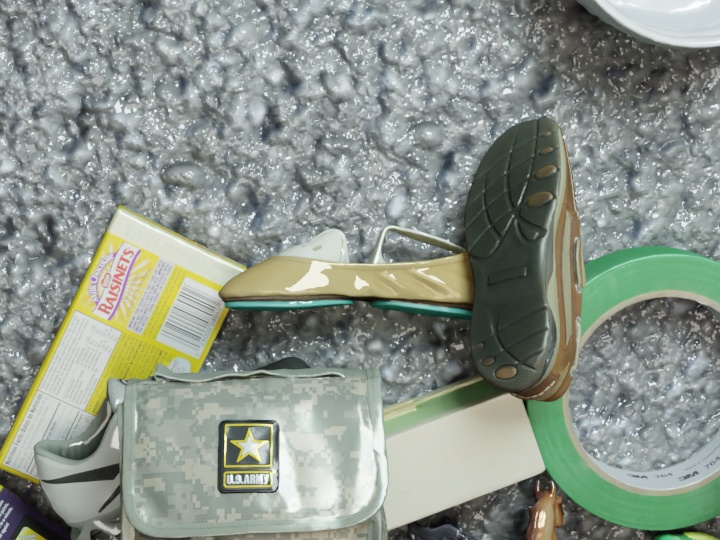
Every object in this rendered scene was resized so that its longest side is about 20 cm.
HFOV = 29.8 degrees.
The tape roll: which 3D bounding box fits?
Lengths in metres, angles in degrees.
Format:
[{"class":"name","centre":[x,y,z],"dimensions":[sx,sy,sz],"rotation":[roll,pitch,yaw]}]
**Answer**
[{"class":"tape roll","centre":[0.213,0.084,0.979],"dimensions":[0.199,0.048,0.202],"rotation":[-1,98,-6]}]

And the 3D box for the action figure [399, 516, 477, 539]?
[{"class":"action figure","centre":[0.025,0.273,0.954],"dimensions":[0.102,0.119,0.200],"rotation":[35,85,27]}]

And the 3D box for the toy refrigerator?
[{"class":"toy refrigerator","centre":[0.020,0.135,0.954],"dimensions":[0.199,0.076,0.070],"rotation":[-21,100,-2]}]

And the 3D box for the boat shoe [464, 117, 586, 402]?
[{"class":"boat shoe","centre":[0.117,-0.004,0.924],"dimensions":[0.074,0.075,0.201],"rotation":[34,55,-46]}]

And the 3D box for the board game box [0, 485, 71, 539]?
[{"class":"board game box","centre":[-0.237,0.250,0.883],"dimensions":[0.165,0.200,0.057],"rotation":[36,121,-8]}]

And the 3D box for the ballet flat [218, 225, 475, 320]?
[{"class":"ballet flat","centre":[0.000,0.000,0.944],"dimensions":[0.198,0.069,0.064],"rotation":[3,86,-14]}]

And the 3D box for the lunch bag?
[{"class":"lunch bag","centre":[-0.064,0.158,0.845],"dimensions":[0.163,0.118,0.202],"rotation":[-2,101,-2]}]

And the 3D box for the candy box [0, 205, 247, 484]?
[{"class":"candy box","centre":[-0.167,0.066,0.950],"dimensions":[0.102,0.026,0.201],"rotation":[26,95,-10]}]

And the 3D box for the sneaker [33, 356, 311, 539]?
[{"class":"sneaker","centre":[-0.126,0.101,0.911],"dimensions":[0.199,0.074,0.089],"rotation":[-30,112,-8]}]

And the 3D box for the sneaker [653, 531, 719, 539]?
[{"class":"sneaker","centre":[0.207,0.283,0.994],"dimensions":[0.083,0.074,0.201],"rotation":[23,86,-16]}]

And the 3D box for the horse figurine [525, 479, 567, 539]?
[{"class":"horse figurine","centre":[0.118,0.267,0.959],"dimensions":[0.200,0.050,0.133],"rotation":[-55,136,-19]}]

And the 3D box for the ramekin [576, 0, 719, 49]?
[{"class":"ramekin","centre":[0.211,-0.249,0.903],"dimensions":[0.199,0.105,0.202],"rotation":[-1,99,-6]}]
